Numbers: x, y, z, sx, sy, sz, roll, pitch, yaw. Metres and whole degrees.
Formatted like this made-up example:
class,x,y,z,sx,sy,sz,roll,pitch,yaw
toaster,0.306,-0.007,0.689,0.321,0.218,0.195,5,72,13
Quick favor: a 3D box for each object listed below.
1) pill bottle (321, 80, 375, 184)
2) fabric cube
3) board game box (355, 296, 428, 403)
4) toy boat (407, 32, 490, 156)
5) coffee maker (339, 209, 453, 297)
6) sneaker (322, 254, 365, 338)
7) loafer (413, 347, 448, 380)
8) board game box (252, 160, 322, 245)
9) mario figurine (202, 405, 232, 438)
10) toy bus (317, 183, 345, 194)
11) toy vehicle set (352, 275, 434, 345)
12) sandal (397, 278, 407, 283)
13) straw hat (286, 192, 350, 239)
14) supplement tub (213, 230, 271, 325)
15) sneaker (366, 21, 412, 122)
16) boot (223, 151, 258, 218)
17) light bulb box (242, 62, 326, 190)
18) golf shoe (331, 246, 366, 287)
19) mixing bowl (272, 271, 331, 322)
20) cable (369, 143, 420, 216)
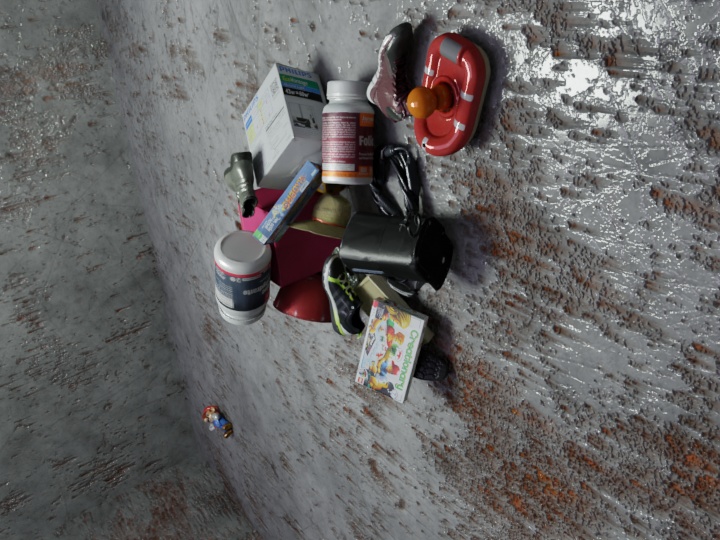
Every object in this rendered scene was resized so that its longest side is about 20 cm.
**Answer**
class,x,y,z,sx,sy,sz,roll,pitch,yaw
pill bottle,-0.025,-0.288,1.322,0.113,0.112,0.207,16,107,53
fabric cube,-0.180,-0.108,1.619,0.195,0.195,0.206,29,132,48
board game box,0.067,0.176,1.388,0.123,0.034,0.206,20,109,21
toy boat,0.133,-0.293,1.075,0.130,0.128,0.204,43,141,35
coffee maker,0.062,-0.059,1.249,0.196,0.136,0.195,8,135,37
sneaker,-0.028,0.058,1.437,0.081,0.072,0.206,2,116,30
loafer,0.112,0.204,1.437,0.195,0.070,0.070,11,89,24
board game box,-0.152,-0.149,1.392,0.034,0.201,0.135,38,-171,1
mario figurine,-0.710,0.738,3.052,0.197,0.105,0.127,28,97,38
toy bus,-0.095,-0.238,1.534,0.198,0.064,0.081,26,129,50
toy vehicle set,0.068,0.100,1.444,0.200,0.027,0.124,47,148,-4
sandal,0.078,-0.005,1.408,0.048,0.075,0.199,51,164,-22
straw hat,-0.063,-0.124,1.389,0.199,0.197,0.088,20,102,51
supplement tub,-0.289,0.019,1.542,0.140,0.138,0.204,45,142,33
sneaker,0.082,-0.359,1.187,0.117,0.075,0.201,54,157,14
boot,-0.282,-0.184,1.491,0.200,0.066,0.135,137,125,-71
light bulb box,-0.170,-0.328,1.465,0.198,0.122,0.205,-39,58,45
golf shoe,0.000,0.000,1.525,0.077,0.088,0.202,35,158,33
mixing bowl,-0.131,0.053,1.672,0.198,0.196,0.112,24,107,49
cable,0.069,-0.163,1.332,0.161,0.050,0.206,10,116,56
